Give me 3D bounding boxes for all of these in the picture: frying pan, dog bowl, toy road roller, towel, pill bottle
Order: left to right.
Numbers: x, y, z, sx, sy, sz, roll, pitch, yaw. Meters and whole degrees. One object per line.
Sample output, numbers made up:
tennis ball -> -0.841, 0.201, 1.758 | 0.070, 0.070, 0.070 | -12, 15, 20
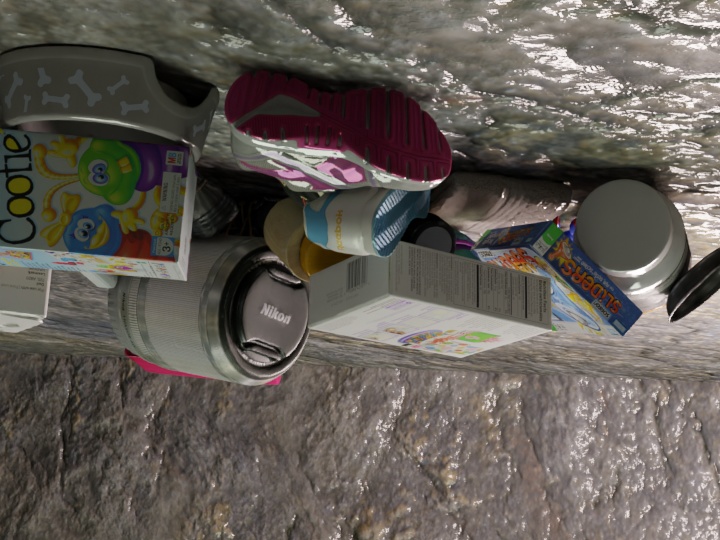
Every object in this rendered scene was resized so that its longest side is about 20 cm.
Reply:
dog bowl -> -0.224, -0.135, 1.143 | 0.199, 0.059, 0.200 | 5, 171, 1
toy road roller -> 0.000, 0.000, 1.391 | 0.199, 0.147, 0.123 | -3, -159, -22
towel -> 0.138, -0.069, 1.428 | 0.132, 0.035, 0.200 | 6, 170, -10
pill bottle -> 0.285, -0.025, 1.368 | 0.116, 0.117, 0.200 | 1, 169, 18
frying pan -> 0.378, -0.013, 1.341 | 0.115, 0.031, 0.190 | -20, 152, -43

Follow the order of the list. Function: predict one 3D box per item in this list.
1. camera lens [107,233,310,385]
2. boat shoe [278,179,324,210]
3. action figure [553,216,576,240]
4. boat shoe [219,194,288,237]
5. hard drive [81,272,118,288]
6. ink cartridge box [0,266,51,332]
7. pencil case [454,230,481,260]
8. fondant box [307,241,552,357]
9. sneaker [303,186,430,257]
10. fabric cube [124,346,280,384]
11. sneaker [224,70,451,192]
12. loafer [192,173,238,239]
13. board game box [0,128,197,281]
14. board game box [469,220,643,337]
camera lens -> -0.164, 0.038, 1.458 | 0.199, 0.161, 0.160 | 6, 174, 41
boat shoe -> -0.051, -0.094, 1.248 | 0.063, 0.074, 0.201 | -5, 173, 9
action figure -> 0.233, -0.010, 1.554 | 0.065, 0.100, 0.200 | 5, 173, 2
boat shoe -> -0.133, -0.055, 1.517 | 0.091, 0.071, 0.200 | 11, 170, -38
hard drive -> -0.277, -0.063, 1.363 | 0.027, 0.133, 0.200 | 5, 170, 0
ink cartridge box -> -0.356, -0.047, 1.293 | 0.084, 0.201, 0.145 | 9, 169, -25
pencil case -> 0.110, -0.001, 1.559 | 0.085, 0.093, 0.200 | -33, -176, 3
fondant box -> 0.068, 0.032, 1.285 | 0.199, 0.059, 0.144 | 14, 158, -32
sneaker -> 0.015, -0.074, 1.199 | 0.080, 0.077, 0.200 | 6, -158, 20
fabric cube -> -0.194, 0.037, 1.715 | 0.199, 0.197, 0.199 | 5, 171, -1
sneaker -> -0.021, -0.108, 1.111 | 0.199, 0.082, 0.088 | 14, 154, -8
loafer -> -0.211, -0.085, 1.452 | 0.200, 0.073, 0.072 | 3, 134, 51
board game box -> -0.248, -0.057, 1.131 | 0.199, 0.104, 0.105 | 5, 171, -3
board game box -> 0.200, 0.009, 1.366 | 0.135, 0.034, 0.200 | 44, 171, -8
